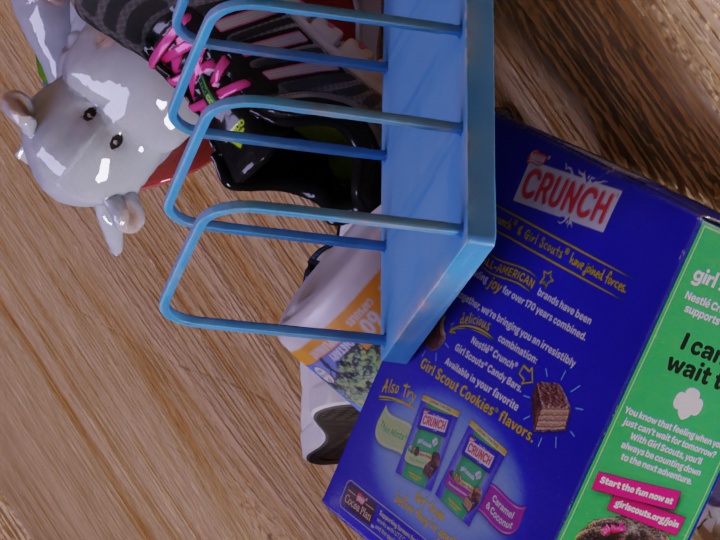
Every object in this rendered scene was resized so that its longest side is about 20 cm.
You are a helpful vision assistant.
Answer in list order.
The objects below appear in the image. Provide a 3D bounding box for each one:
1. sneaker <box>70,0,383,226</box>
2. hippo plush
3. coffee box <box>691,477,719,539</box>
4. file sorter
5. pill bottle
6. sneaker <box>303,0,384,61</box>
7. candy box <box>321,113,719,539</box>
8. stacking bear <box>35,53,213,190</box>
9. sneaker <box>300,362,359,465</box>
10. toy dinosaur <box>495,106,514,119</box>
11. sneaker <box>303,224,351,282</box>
[{"bbox_3d":[-0.057,-0.089,1.227,0.199,0.088,0.074,32,135,-14],"label":"sneaker"},{"bbox_3d":[-0.149,-0.108,1.429,0.159,0.200,0.161,45,-160,-3],"label":"hippo plush"},{"bbox_3d":[0.180,0.139,1.204,0.114,0.080,0.201,37,152,49],"label":"coffee box"},{"bbox_3d":[-0.017,-0.083,1.123,0.139,0.122,0.201,124,150,-63],"label":"file sorter"},{"bbox_3d":[0.066,0.055,1.271,0.200,0.112,0.112,41,164,-7],"label":"pill bottle"},{"bbox_3d":[-0.043,-0.094,1.363,0.071,0.112,0.200,48,160,30],"label":"sneaker"},{"bbox_3d":[0.086,0.051,1.128,0.077,0.201,0.169,18,-172,-34],"label":"candy box"},{"bbox_3d":[-0.156,-0.159,1.580,0.114,0.121,0.201,31,140,59],"label":"stacking bear"},{"bbox_3d":[-0.004,0.072,1.642,0.200,0.072,0.085,97,169,-72],"label":"sneaker"},{"bbox_3d":[0.054,-0.022,1.341,0.088,0.047,0.200,39,159,30],"label":"toy dinosaur"},{"bbox_3d":[0.000,0.000,1.467,0.112,0.073,0.200,40,157,40],"label":"sneaker"}]
